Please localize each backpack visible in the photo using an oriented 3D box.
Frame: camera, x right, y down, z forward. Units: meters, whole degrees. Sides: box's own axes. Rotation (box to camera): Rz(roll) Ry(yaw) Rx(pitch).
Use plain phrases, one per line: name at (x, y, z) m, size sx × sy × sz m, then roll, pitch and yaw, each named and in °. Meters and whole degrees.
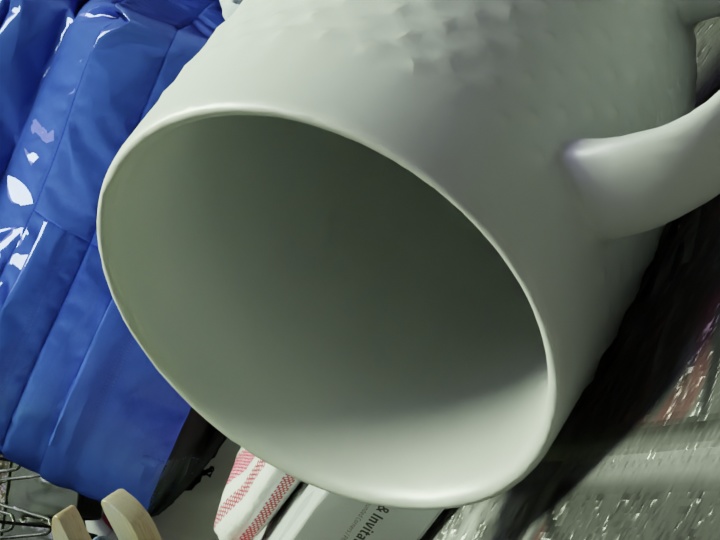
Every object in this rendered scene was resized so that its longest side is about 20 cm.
backpack at (-0.100, -0.015, 0.883) m, size 0.163 × 0.167 × 0.201 m, roll -54°, pitch -15°, yaw -76°

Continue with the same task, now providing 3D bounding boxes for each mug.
mug at (0.046, -0.045, 0.640) m, size 0.199 × 0.148 × 0.176 m, roll -11°, pitch 32°, yaw 40°

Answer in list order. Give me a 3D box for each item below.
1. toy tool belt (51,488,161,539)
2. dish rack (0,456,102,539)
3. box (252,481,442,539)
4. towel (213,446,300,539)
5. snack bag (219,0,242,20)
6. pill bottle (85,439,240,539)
toy tool belt at (-0.101, 0.140, 0.727) m, size 0.200 × 0.123 × 0.125 m, roll -44°, pitch -5°, yaw 19°
dish rack at (-0.185, 0.067, 0.955) m, size 0.054 × 0.200 × 0.154 m, roll -1°, pitch 80°, yaw 37°
box at (0.015, 0.044, 0.827) m, size 0.156 × 0.041 × 0.200 m, roll -56°, pitch 6°, yaw 38°
towel at (0.000, 0.000, 0.834) m, size 0.147 × 0.030 × 0.200 m, roll -57°, pitch 7°, yaw 37°
snack bag at (0.014, -0.166, 0.911) m, size 0.188 × 0.021 × 0.200 m, roll -23°, pitch 25°, yaw -3°
pill bottle at (-0.110, 0.118, 1.136) m, size 0.114 × 0.113 × 0.200 m, roll -63°, pitch 7°, yaw -28°
